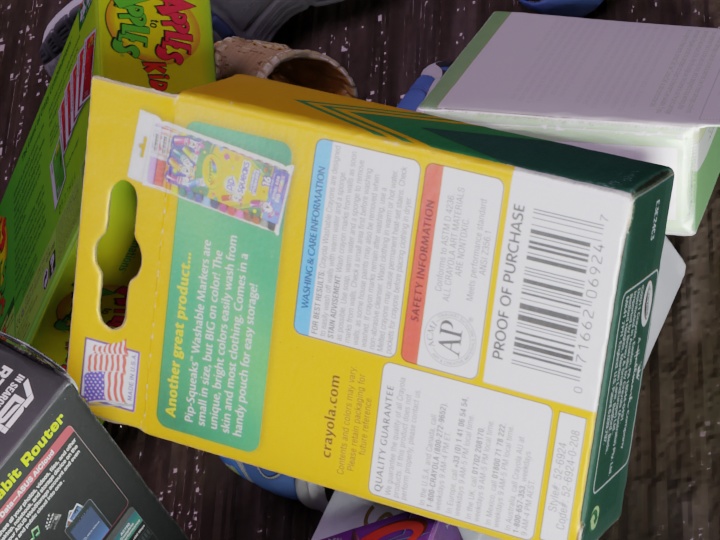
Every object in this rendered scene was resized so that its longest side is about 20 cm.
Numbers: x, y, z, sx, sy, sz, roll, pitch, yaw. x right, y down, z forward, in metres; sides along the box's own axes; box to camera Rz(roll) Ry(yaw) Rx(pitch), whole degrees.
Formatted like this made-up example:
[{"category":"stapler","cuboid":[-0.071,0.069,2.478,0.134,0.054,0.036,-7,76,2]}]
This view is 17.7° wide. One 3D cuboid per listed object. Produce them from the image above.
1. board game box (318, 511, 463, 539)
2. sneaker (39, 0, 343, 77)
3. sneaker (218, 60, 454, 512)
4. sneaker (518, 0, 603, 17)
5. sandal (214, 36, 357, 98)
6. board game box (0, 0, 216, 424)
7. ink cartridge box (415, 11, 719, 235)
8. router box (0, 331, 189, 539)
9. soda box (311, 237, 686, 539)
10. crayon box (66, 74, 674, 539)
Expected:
[{"category":"board game box","cuboid":[-0.037,0.141,0.727,0.119,0.032,0.200,-16,16,16]},{"category":"sneaker","cuboid":[-0.056,-0.139,1.052,0.199,0.075,0.087,-26,35,10]},{"category":"sneaker","cuboid":[0.000,0.000,0.918,0.077,0.076,0.201,5,60,33]},{"category":"sneaker","cuboid":[0.073,-0.207,0.956,0.070,0.078,0.202,5,93,43]},{"category":"sandal","cuboid":[-0.031,-0.056,0.938,0.069,0.078,0.212,-21,31,-2]},{"category":"board game box","cuboid":[-0.109,-0.017,0.930,0.200,0.047,0.102,123,149,-49]},{"category":"ink cartridge box","cuboid":[0.130,-0.055,0.847,0.199,0.048,0.146,5,20,13]},{"category":"router box","cuboid":[-0.150,0.140,0.801,0.062,0.150,0.200,24,66,34]},{"category":"soda box","cuboid":[0.048,0.063,0.861,0.068,0.064,0.201,14,70,34]},{"category":"crayon box","cuboid":[-0.001,0.008,0.794,0.199,0.052,0.127,14,108,21]}]
